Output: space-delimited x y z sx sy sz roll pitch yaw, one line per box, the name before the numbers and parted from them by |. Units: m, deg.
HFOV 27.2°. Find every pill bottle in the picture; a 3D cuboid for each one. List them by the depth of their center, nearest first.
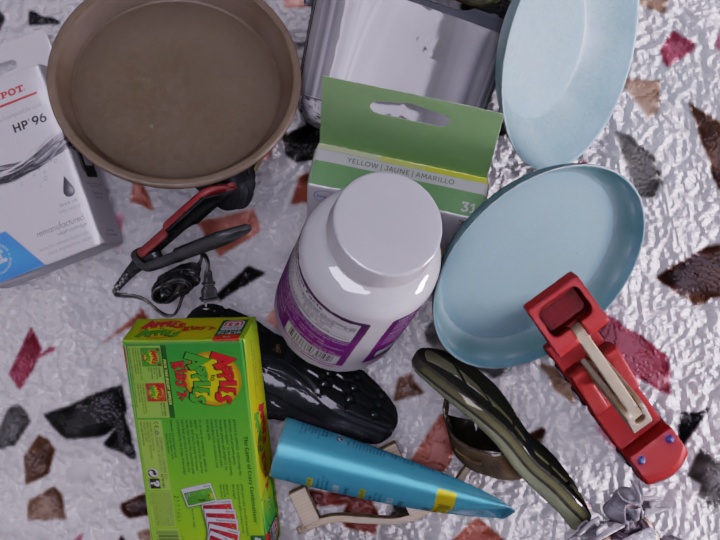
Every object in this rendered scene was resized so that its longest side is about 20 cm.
pill bottle | 0.000 0.000 1.167 0.112 0.200 0.113 5 68 -12

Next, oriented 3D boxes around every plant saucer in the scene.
plant saucer | -0.147 -0.149 1.177 0.199 0.029 0.201 2 65 -5
plant saucer | 0.141 -0.007 1.207 0.200 0.200 0.027 -38 47 0
plant saucer | 0.159 -0.182 1.208 0.039 0.201 0.202 20 89 36

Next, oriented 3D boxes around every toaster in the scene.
toaster | 0.037 -0.163 1.231 0.199 0.114 0.130 18 93 -7

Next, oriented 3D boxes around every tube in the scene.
tube | 0.027 0.171 1.217 0.199 0.077 0.051 16 81 1

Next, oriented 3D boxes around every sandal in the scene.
sandal | 0.109 0.145 1.214 0.057 0.080 0.201 -40 97 14

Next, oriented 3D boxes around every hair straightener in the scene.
hair straightener | -0.148 -0.002 1.210 0.041 0.200 0.077 -16 81 -41

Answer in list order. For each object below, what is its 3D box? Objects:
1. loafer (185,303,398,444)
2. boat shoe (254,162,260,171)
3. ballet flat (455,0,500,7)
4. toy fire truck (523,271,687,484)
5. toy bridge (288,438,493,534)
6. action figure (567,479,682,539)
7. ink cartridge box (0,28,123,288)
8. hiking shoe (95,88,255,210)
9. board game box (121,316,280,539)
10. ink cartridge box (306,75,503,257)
loafer | -0.065 0.097 1.257 0.200 0.068 0.071 25 125 -4
boat shoe | -0.125 -0.176 1.255 0.072 0.072 0.201 -6 89 2
ballet flat | 0.051 -0.269 1.241 0.200 0.071 0.071 37 90 41
toy fire truck | 0.201 0.092 1.195 0.049 0.141 0.200 -36 95 1
toy bridge | 0.036 0.178 1.263 0.199 0.027 0.067 -26 89 0
action figure | 0.222 0.267 1.221 0.130 0.069 0.201 -8 103 -33
ink cartridge box | -0.293 -0.097 1.257 0.116 0.068 0.201 -21 88 7
hiking shoe | -0.170 -0.108 1.217 0.100 0.076 0.200 -24 54 -36
board game box | -0.128 0.139 1.219 0.101 0.048 0.201 -1 111 9
ink cartridge box | 0.031 -0.073 1.186 0.145 0.200 0.048 12 68 3
